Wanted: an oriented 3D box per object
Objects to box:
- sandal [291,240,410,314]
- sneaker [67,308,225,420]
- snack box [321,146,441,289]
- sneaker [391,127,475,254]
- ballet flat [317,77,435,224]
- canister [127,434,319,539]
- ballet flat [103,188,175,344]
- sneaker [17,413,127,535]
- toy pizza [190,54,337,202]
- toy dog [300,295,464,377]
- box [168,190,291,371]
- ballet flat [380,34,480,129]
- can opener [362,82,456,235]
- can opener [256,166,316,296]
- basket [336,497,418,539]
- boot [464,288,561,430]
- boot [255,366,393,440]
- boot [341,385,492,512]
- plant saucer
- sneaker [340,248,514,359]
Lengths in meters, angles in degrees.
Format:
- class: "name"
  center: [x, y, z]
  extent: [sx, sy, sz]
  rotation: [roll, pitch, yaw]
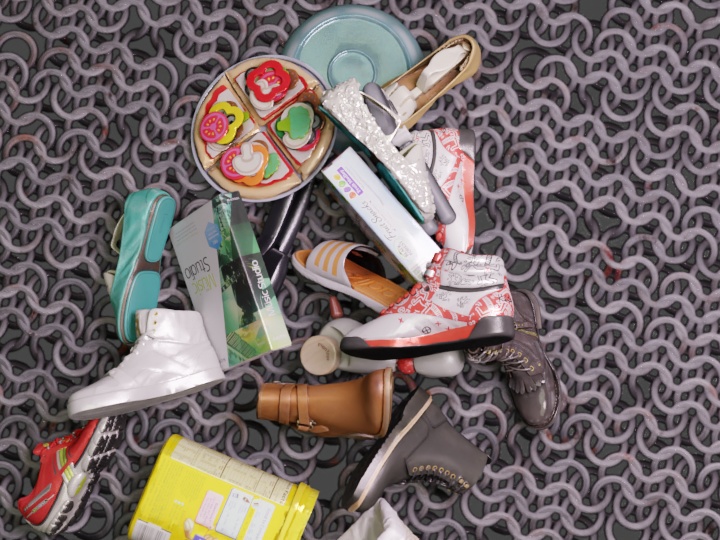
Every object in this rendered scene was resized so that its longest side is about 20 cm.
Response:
- class: "sandal"
  center: [0.006, -0.002, 1.342]
  extent: [0.207, 0.079, 0.059]
  rotation: [25, 118, 33]
- class: "sneaker"
  center: [-0.275, 0.109, 1.328]
  extent: [0.200, 0.074, 0.116]
  rotation: [-14, 78, -33]
- class: "snack box"
  center: [0.035, -0.054, 1.351]
  extent: [0.053, 0.142, 0.200]
  rotation: [-40, 87, -4]
- class: "sneaker"
  center: [0.092, -0.085, 1.394]
  extent: [0.108, 0.067, 0.202]
  rotation: [1, 82, 0]
- class: "ballet flat"
  center: [0.034, -0.147, 1.278]
  extent: [0.072, 0.072, 0.200]
  rotation: [-42, 94, -4]
- class: "canister"
  center: [-0.170, 0.305, 1.344]
  extent: [0.200, 0.087, 0.149]
  rotation: [23, 85, 2]
- class: "ballet flat"
  center: [-0.289, -0.009, 1.383]
  extent: [0.070, 0.067, 0.200]
  rotation: [14, 92, 28]
- class: "sneaker"
  center: [-0.364, 0.229, 1.355]
  extent: [0.085, 0.077, 0.200]
  rotation: [28, 82, 12]
- class: "toy pizza"
  center: [-0.128, -0.186, 1.387]
  extent: [0.200, 0.032, 0.201]
  rotation: [-3, 76, 14]
- class: "toy dog"
  center: [0.026, 0.080, 1.341]
  extent: [0.200, 0.132, 0.097]
  rotation: [0, 92, -1]
- class: "box"
  center: [-0.165, 0.018, 1.345]
  extent: [0.036, 0.144, 0.200]
  rotation: [-17, 85, -38]
- class: "ballet flat"
  center: [0.069, -0.235, 1.381]
  extent: [0.200, 0.063, 0.069]
  rotation: [-41, 80, -4]
- class: "can opener"
  center: [0.048, -0.136, 1.337]
  extent: [0.053, 0.066, 0.200]
  rotation: [-30, 91, 13]
- class: "can opener"
  center: [-0.104, -0.042, 1.392]
  extent: [0.079, 0.063, 0.200]
  rotation: [14, 74, 27]
- class: "basket"
  center: [0.018, 0.405, 1.283]
  extent: [0.161, 0.200, 0.198]
  rotation: [44, 86, 1]
- class: "boot"
  center: [0.172, 0.101, 1.322]
  extent: [0.069, 0.174, 0.200]
  rotation: [-18, 78, 29]
- class: "boot"
  center: [-0.045, 0.154, 1.305]
  extent: [0.155, 0.200, 0.077]
  rotation: [11, 72, -8]
- class: "boot"
  center: [0.076, 0.248, 1.321]
  extent: [0.138, 0.077, 0.200]
  rotation: [42, 50, -1]
- class: "plant saucer"
  center: [-0.011, -0.257, 1.426]
  extent: [0.200, 0.027, 0.200]
  rotation: [0, 86, -2]
- class: "sneaker"
  center: [0.073, 0.038, 1.238]
  extent: [0.201, 0.067, 0.108]
  rotation: [-9, 71, 16]
